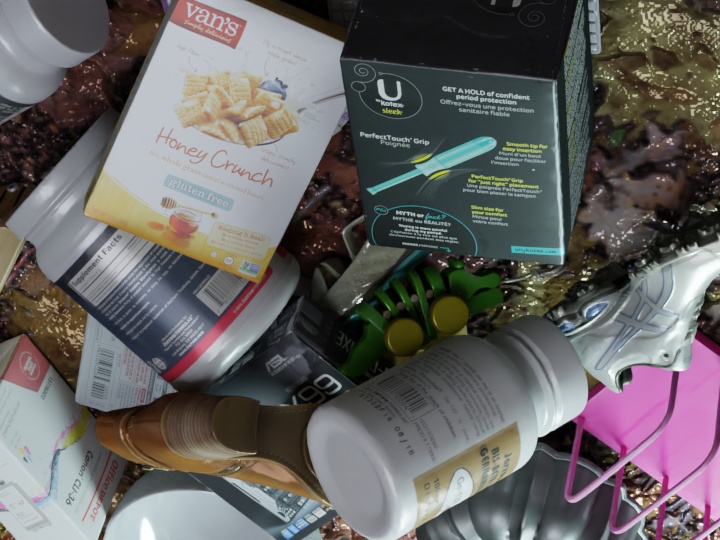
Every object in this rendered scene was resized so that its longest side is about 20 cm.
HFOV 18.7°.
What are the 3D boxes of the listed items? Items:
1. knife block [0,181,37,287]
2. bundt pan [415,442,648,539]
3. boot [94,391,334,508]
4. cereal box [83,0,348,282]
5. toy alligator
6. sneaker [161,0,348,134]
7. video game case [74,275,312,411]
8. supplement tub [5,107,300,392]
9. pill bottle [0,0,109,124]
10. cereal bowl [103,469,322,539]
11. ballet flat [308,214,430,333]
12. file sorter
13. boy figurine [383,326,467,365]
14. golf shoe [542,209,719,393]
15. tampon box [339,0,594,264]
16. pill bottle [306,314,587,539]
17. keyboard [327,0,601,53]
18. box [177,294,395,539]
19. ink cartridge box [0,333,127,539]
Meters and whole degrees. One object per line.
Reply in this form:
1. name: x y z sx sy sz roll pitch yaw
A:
1. knife block: -0.329 0.023 1.829 0.200 0.064 0.176 -9 126 21
2. bundt pan: 0.136 0.229 1.833 0.202 0.076 0.202 13 144 10
3. boot: -0.096 0.143 1.708 0.200 0.077 0.155 16 164 -41
4. cereal box: -0.097 -0.104 1.573 0.144 0.040 0.200 21 114 -12
5. toy alligator: 0.064 0.017 1.686 0.200 0.059 0.054 -27 101 -10
6. sneaker: -0.075 -0.176 1.603 0.100 0.075 0.200 -30 114 14
7. video game case: -0.141 0.061 1.835 0.182 0.022 0.200 16 130 2
8. supplement tub: -0.160 -0.015 1.691 0.200 0.140 0.140 42 127 -7
9. pill bottle: -0.291 -0.163 1.633 0.200 0.116 0.116 -24 118 30
10. cereal bowl: -0.123 0.238 1.933 0.200 0.083 0.200 7 130 9
11. ballet flat: 0.000 0.000 1.733 0.062 0.067 0.200 50 125 10
12. file sorter: 0.279 0.168 1.738 0.200 0.125 0.139 35 128 -14
13. boy figurine: 0.031 0.102 1.795 0.124 0.064 0.200 37 131 -12
14. golf shoe: 0.237 0.024 1.653 0.200 0.078 0.097 -34 92 43
15. tampon box: 0.080 -0.119 1.529 0.150 0.126 0.200 7 144 12
16. pill bottle: 0.070 0.113 1.653 0.114 0.200 0.114 40 144 37
17. keyboard: 0.074 -0.184 1.585 0.200 0.011 0.056 2 128 14
18. box: -0.051 0.125 1.765 0.158 0.050 0.200 40 130 -18
19. ink cartridge box: -0.273 0.169 1.897 0.067 0.117 0.200 -20 121 28
